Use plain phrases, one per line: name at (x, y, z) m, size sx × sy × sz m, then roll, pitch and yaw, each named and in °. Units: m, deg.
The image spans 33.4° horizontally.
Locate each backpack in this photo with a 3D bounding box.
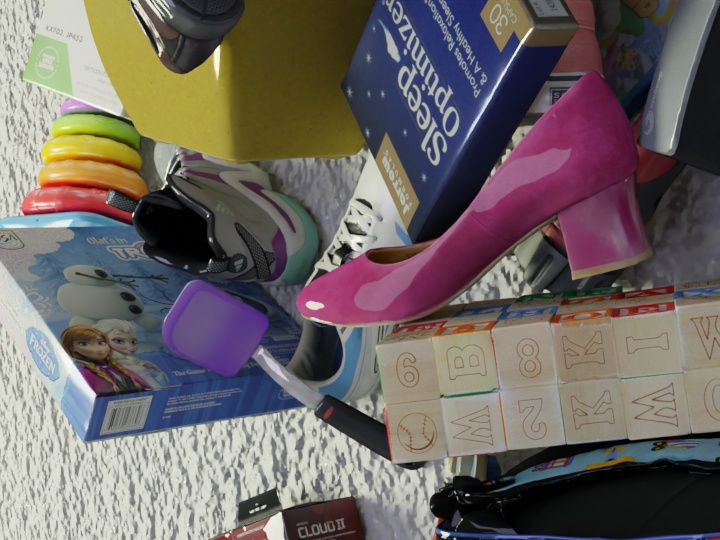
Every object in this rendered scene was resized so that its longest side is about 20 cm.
backpack at (0.159, 0.138, 0.566) m, size 0.198 × 0.182 × 0.137 m, roll -11°, pitch 92°, yaw 34°

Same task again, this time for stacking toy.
stacking toy at (-0.229, -0.114, 1.034) m, size 0.115 × 0.109 × 0.203 m, roll -3°, pitch 78°, yaw 31°

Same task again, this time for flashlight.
flashlight at (0.152, -0.071, 0.633) m, size 0.201 × 0.067 × 0.068 m, roll -60°, pitch 8°, yaw 34°

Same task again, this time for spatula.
spatula at (-0.040, 0.077, 0.790) m, size 0.199 × 0.021 × 0.057 m, roll 34°, pitch 109°, yaw -7°

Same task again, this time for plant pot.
plant pot at (-0.069, -0.179, 0.794) m, size 0.194 × 0.193 × 0.203 m, roll 20°, pitch 110°, yaw 44°

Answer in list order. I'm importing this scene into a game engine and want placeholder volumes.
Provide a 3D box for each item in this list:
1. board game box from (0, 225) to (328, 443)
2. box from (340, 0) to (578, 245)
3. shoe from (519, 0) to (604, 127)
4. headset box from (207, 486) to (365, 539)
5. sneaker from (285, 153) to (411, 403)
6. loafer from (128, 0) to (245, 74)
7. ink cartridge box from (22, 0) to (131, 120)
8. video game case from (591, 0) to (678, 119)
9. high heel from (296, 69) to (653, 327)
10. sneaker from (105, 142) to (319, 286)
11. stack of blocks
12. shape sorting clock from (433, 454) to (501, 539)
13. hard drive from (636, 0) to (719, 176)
board game box at (-0.153, 0.035, 0.871) m, size 0.199 × 0.198 × 0.044 m, roll 42°, pitch 121°, yaw 37°
box at (0.040, -0.102, 0.654) m, size 0.122 × 0.032 × 0.201 m, roll 66°, pitch 150°, yaw 29°
shoe at (0.074, -0.131, 0.692) m, size 0.200 × 0.071 × 0.092 m, roll -172°, pitch 81°, yaw -67°
headset box at (-0.054, 0.260, 0.860) m, size 0.148 × 0.074 × 0.203 m, roll -30°, pitch 69°, yaw 43°
sneaker at (0.000, 0.000, 0.801) m, size 0.072 × 0.072 × 0.202 m, roll 33°, pitch 113°, yaw 43°
loafer at (-0.135, -0.202, 0.675) m, size 0.202 × 0.071 × 0.063 m, roll 61°, pitch 142°, yaw 13°
ink cartridge box at (-0.179, -0.226, 0.948) m, size 0.116 × 0.067 × 0.203 m, roll 21°, pitch 94°, yaw 28°
video game case at (0.155, -0.185, 0.669) m, size 0.200 × 0.018 × 0.144 m, roll -49°, pitch 57°, yaw 36°
high heel at (0.046, -0.032, 0.619) m, size 0.198 × 0.067 × 0.097 m, roll -13°, pitch 102°, yaw 27°
sneaker at (-0.135, -0.056, 0.892) m, size 0.199 × 0.139 × 0.079 m, roll 37°, pitch 116°, yaw 39°
stack of blocks at (0.117, 0.044, 0.599) m, size 0.197 × 0.115 × 0.059 m, roll -8°, pitch 95°, yaw 15°
shape sorting clock at (0.051, 0.176, 0.690) m, size 0.039 × 0.200 × 0.203 m, roll 8°, pitch 99°, yaw 6°
hard drive at (0.217, -0.125, 0.536) m, size 0.133 × 0.042 × 0.202 m, roll 20°, pitch 110°, yaw 3°
